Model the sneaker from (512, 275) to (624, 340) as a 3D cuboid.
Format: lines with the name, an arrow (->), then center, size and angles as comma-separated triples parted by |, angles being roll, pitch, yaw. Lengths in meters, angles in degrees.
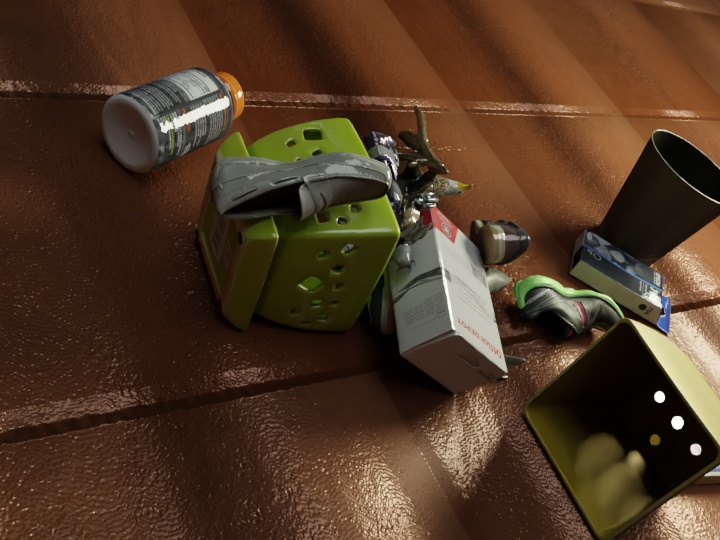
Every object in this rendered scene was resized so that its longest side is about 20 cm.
sneaker -> 0.309, 0.069, 1.324 | 0.198, 0.077, 0.085 | 14, 68, -23

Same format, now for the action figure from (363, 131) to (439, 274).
action figure -> 0.034, -0.082, 1.126 | 0.069, 0.129, 0.201 | 30, 36, -55

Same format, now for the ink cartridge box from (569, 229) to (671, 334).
ink cartridge box -> 0.447, 0.017, 1.479 | 0.199, 0.039, 0.100 | 31, 39, -3

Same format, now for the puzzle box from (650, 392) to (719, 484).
puzzle box -> 0.465, 0.219, 1.297 | 0.132, 0.025, 0.201 | 7, 47, -28

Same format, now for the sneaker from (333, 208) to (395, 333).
sneaker -> 0.000, 0.000, 1.192 | 0.087, 0.076, 0.202 | -8, 57, -3

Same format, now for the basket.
basket -> 0.511, -0.105, 1.516 | 0.135, 0.201, 0.181 | -20, 61, -43

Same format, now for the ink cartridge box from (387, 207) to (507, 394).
ink cartridge box -> 0.107, 0.038, 1.143 | 0.147, 0.082, 0.201 | 39, 35, -44

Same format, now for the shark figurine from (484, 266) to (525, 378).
shark figurine -> 0.167, 0.045, 1.232 | 0.127, 0.090, 0.216 | 21, 39, -12

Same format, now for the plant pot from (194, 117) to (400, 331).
plant pot -> -0.091, -0.051, 1.078 | 0.180, 0.201, 0.200 | -5, 53, -27

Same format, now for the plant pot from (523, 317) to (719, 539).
plant pot -> 0.370, 0.202, 1.138 | 0.175, 0.200, 0.201 | 6, 45, -45

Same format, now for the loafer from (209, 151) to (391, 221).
loafer -> -0.061, -0.083, 0.949 | 0.198, 0.070, 0.070 | -5, 58, -10

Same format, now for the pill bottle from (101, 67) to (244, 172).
pill bottle -> -0.245, -0.213, 1.203 | 0.106, 0.107, 0.200 | 41, 40, 10

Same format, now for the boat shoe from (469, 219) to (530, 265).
boat shoe -> 0.197, -0.039, 1.278 | 0.064, 0.073, 0.200 | 0, 1, -2

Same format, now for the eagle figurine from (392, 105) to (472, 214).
eagle figurine -> 0.088, -0.104, 1.276 | 0.150, 0.201, 0.152 | 22, 56, 12
